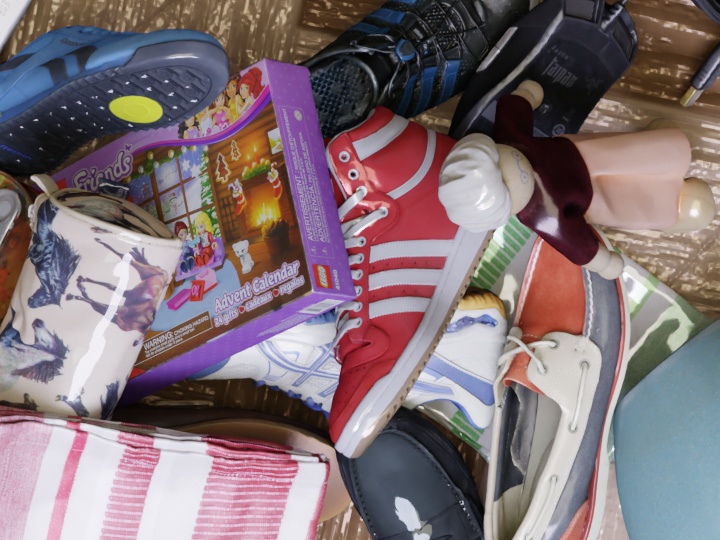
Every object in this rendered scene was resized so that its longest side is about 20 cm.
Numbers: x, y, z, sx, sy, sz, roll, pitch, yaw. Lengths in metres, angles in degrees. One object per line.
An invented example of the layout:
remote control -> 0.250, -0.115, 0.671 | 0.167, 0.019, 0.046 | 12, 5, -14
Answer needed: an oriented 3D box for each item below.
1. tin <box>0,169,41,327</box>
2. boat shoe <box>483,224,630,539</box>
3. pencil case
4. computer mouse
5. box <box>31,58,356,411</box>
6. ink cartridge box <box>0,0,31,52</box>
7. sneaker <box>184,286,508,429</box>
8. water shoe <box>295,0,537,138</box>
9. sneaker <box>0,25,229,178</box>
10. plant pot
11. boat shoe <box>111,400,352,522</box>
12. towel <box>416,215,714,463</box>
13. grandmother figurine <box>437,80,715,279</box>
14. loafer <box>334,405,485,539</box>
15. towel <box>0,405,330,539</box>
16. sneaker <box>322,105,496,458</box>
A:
tin -> -0.245, 0.033, 1.659 | 0.112, 0.042, 0.200 | 41, 99, 32
boat shoe -> 0.106, 0.069, 1.640 | 0.062, 0.071, 0.201 | 2, 94, -41
pencil case -> -0.171, 0.048, 1.587 | 0.089, 0.078, 0.201 | 30, 107, 19
computer mouse -> 0.137, -0.118, 1.677 | 0.140, 0.046, 0.200 | 24, 108, -35
box -> -0.098, -0.017, 1.610 | 0.200, 0.039, 0.137 | -26, 68, 37
ink cartridge box -> -0.302, -0.129, 1.665 | 0.161, 0.050, 0.200 | 32, 99, -6
sneaker -> -0.012, 0.061, 1.659 | 0.199, 0.075, 0.089 | -3, 98, -3
water shoe -> 0.020, -0.115, 1.659 | 0.200, 0.079, 0.072 | -34, 98, 2
sneaker -> -0.148, -0.114, 1.611 | 0.066, 0.200, 0.079 | 30, 58, -36
plant pot -> 0.223, 0.103, 1.651 | 0.200, 0.200, 0.135 | -39, 80, 3
boat shoe -> -0.102, 0.106, 1.687 | 0.199, 0.070, 0.071 | 6, 109, -5
towel -> 0.089, 0.034, 1.710 | 0.200, 0.023, 0.153 | 36, 94, -6
grandmother figurine -> 0.113, -0.053, 1.597 | 0.061, 0.200, 0.121 | -47, 65, 33
loafer -> 0.045, 0.155, 1.661 | 0.068, 0.071, 0.201 | -26, 127, 7
towel -> -0.123, 0.155, 1.577 | 0.199, 0.023, 0.145 | 8, 106, -16
sneaker -> 0.000, 0.000, 1.593 | 0.112, 0.071, 0.200 | 30, 62, -6
